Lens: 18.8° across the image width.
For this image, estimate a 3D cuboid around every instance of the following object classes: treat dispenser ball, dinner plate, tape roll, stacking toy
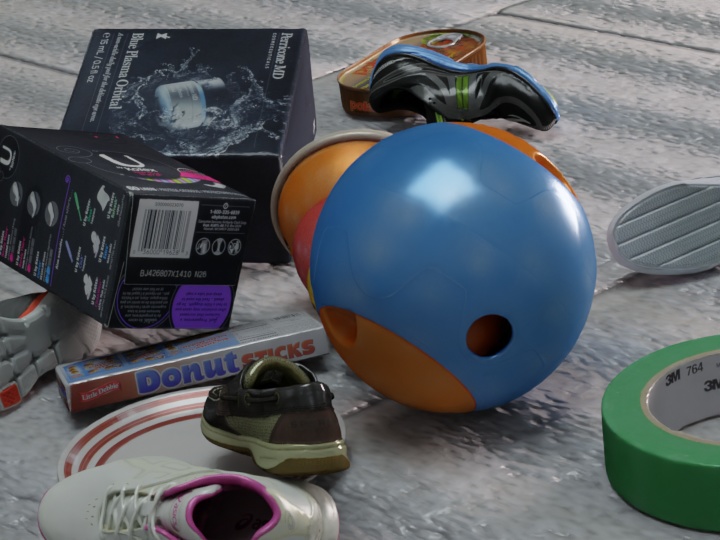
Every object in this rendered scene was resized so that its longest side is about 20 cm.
[{"bbox_3d":[0.064,-0.002,1.507,0.199,0.203,0.201,-6,22,3],"label":"treat dispenser ball"},{"bbox_3d":[-0.107,0.128,1.480,0.198,0.024,0.200,-7,23,3],"label":"dinner plate"},{"bbox_3d":[0.255,0.100,1.399,0.198,0.049,0.201,-6,22,2],"label":"tape roll"},{"bbox_3d":[0.000,0.000,1.661,0.145,0.147,0.201,-5,37,5],"label":"stacking toy"}]

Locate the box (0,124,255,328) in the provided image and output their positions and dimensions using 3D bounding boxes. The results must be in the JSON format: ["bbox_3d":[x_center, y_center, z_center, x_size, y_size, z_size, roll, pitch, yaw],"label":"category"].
[{"bbox_3d":[-0.190,-0.036,1.671,0.122,0.107,0.199,2,16,-41],"label":"box"}]

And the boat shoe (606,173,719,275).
[{"bbox_3d":[0.283,-0.039,1.732,0.198,0.074,0.067,-14,-5,-14],"label":"boat shoe"}]

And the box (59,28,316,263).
[{"bbox_3d":[-0.148,-0.111,1.879,0.198,0.118,0.198,1,39,6],"label":"box"}]

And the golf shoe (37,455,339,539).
[{"bbox_3d":[-0.116,0.146,1.332,0.198,0.076,0.091,-1,-14,18],"label":"golf shoe"}]

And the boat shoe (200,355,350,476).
[{"bbox_3d":[-0.053,0.088,1.401,0.073,0.066,0.200,1,5,-23],"label":"boat shoe"}]

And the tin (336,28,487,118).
[{"bbox_3d":[0.054,-0.203,2.234,0.111,0.042,0.200,11,29,30],"label":"tin"}]

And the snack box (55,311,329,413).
[{"bbox_3d":[-0.126,0.067,1.623,0.198,0.025,0.072,-12,12,-12],"label":"snack box"}]

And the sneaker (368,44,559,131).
[{"bbox_3d":[0.099,-0.159,2.086,0.198,0.071,0.083,13,64,22],"label":"sneaker"}]

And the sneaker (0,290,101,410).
[{"bbox_3d":[-0.286,0.063,1.653,0.081,0.078,0.199,-3,10,37],"label":"sneaker"}]
